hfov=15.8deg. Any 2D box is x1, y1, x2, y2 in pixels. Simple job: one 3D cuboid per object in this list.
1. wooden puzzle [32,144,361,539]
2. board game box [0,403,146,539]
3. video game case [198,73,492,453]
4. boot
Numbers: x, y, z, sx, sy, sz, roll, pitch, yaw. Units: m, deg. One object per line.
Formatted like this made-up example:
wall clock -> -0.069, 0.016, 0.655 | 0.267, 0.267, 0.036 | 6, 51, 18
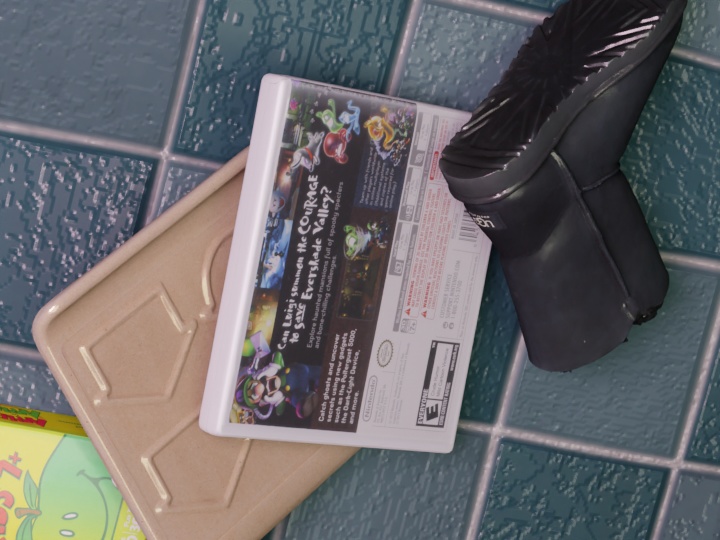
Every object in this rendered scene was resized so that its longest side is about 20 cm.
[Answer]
wooden puzzle -> -0.085, 0.056, 1.462 | 0.185, 0.046, 0.200 | -40, 117, -33
board game box -> -0.218, 0.126, 1.459 | 0.200, 0.048, 0.102 | 12, 100, -22
video game case -> 0.000, 0.000, 1.475 | 0.182, 0.023, 0.200 | 8, 95, -42
boot -> 0.141, -0.057, 1.528 | 0.200, 0.076, 0.168 | -48, 131, -23
